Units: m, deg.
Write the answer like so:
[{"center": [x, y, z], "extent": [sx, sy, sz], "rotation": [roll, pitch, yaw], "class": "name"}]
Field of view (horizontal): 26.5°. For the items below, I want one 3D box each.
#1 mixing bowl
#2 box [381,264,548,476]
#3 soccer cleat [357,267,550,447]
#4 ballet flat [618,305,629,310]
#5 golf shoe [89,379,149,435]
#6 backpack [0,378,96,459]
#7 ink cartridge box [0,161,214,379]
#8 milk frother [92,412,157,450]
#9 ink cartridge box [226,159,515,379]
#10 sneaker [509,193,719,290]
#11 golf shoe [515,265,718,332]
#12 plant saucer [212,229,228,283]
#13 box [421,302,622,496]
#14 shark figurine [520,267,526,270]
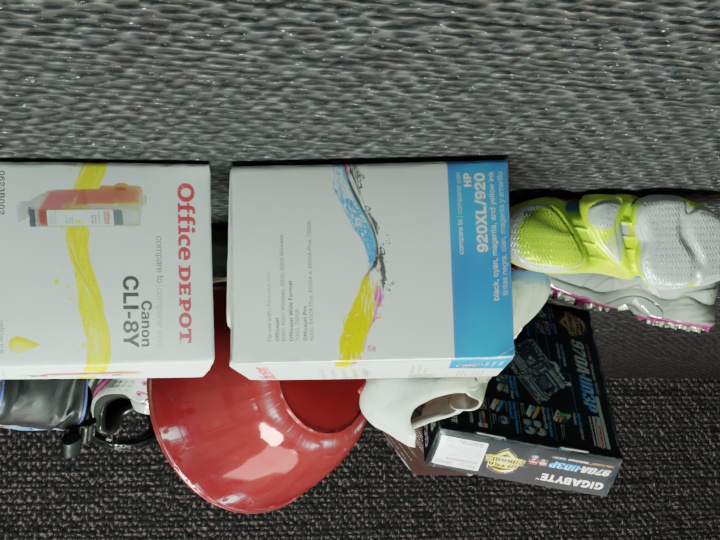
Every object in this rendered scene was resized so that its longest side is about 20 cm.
[{"center": [-0.063, 0.096, 1.261], "extent": [0.200, 0.201, 0.108], "rotation": [5, 165, -41], "class": "mixing bowl"}, {"center": [0.093, 0.089, 1.501], "extent": [0.166, 0.164, 0.200], "rotation": [-36, -179, -16], "class": "box"}, {"center": [0.087, 0.071, 1.231], "extent": [0.200, 0.078, 0.069], "rotation": [-33, 150, -23], "class": "soccer cleat"}, {"center": [0.253, 0.005, 1.489], "extent": [0.067, 0.064, 0.200], "rotation": [-5, 172, 22], "class": "ballet flat"}, {"center": [-0.183, 0.088, 1.428], "extent": [0.072, 0.092, 0.200], "rotation": [18, 143, -41], "class": "golf shoe"}, {"center": [-0.286, 0.037, 1.202], "extent": [0.154, 0.201, 0.190], "rotation": [12, 171, -25], "class": "backpack"}, {"center": [-0.203, 0.000, 1.071], "extent": [0.199, 0.146, 0.083], "rotation": [0, 171, -11], "class": "ink cartridge box"}, {"center": [-0.200, 0.115, 1.721], "extent": [0.199, 0.189, 0.180], "rotation": [-1, -166, -26], "class": "milk frother"}, {"center": [0.006, 0.004, 1.124], "extent": [0.199, 0.145, 0.147], "rotation": [-1, 172, 0], "class": "ink cartridge box"}, {"center": [0.203, -0.029, 1.250], "extent": [0.199, 0.076, 0.105], "rotation": [7, -177, -11], "class": "sneaker"}, {"center": [0.236, -0.003, 1.389], "extent": [0.199, 0.092, 0.075], "rotation": [12, -178, -19], "class": "golf shoe"}, {"center": [-0.160, -0.006, 1.385], "extent": [0.199, 0.050, 0.200], "rotation": [-1, 172, 0], "class": "plant saucer"}, {"center": [0.130, 0.096, 1.317], "extent": [0.158, 0.200, 0.046], "rotation": [11, 126, -10], "class": "box"}, {"center": [0.041, -0.007, 1.309], "extent": [0.214, 0.128, 0.089], "rotation": [-29, -178, -39], "class": "shark figurine"}]
